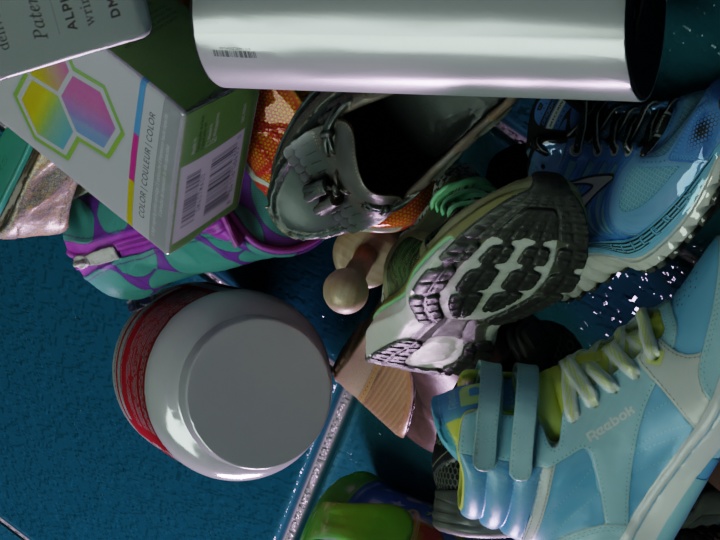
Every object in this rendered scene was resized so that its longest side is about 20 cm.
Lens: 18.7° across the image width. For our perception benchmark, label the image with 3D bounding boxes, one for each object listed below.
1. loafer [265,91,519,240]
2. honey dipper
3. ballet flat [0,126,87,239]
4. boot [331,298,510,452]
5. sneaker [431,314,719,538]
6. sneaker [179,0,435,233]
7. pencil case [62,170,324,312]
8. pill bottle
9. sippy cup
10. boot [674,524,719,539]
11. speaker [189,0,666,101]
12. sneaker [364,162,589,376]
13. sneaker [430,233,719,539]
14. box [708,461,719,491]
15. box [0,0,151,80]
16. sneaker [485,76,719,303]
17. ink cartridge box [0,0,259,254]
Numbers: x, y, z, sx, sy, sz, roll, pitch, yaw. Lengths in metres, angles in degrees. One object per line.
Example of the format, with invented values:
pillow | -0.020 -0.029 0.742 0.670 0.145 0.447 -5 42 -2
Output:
loafer | 0.015 -0.067 1.054 0.072 0.063 0.200 44 130 -12
honey dipper | 0.000 0.000 1.141 0.038 0.038 0.200 41 -171 -3
ballet flat | -0.158 -0.099 1.255 0.200 0.067 0.068 -56 39 32
boot | 0.084 0.057 1.232 0.166 0.073 0.200 29 151 -5
sneaker | 0.135 0.077 1.133 0.198 0.115 0.076 -1 180 -5
sneaker | -0.042 -0.093 1.142 0.200 0.073 0.077 38 145 0
pencil case | -0.096 -0.033 1.267 0.199 0.092 0.085 -16 107 55
pill bottle | -0.081 0.065 1.310 0.112 0.112 0.200 46 171 -11
sippy cup | 0.040 0.211 1.426 0.129 0.178 0.141 10 97 26
boot | 0.147 0.169 1.203 0.203 0.074 0.153 7 180 -39
speaker | 0.031 -0.116 0.951 0.198 0.082 0.082 3 139 20
sneaker | 0.047 -0.017 1.048 0.076 0.089 0.200 4 158 -19
sneaker | 0.108 0.053 1.029 0.130 0.080 0.201 22 111 -5
box | 0.262 0.113 1.071 0.200 0.075 0.100 39 152 -2
box | -0.191 -0.200 0.969 0.199 0.130 0.201 -125 19 -66
sneaker | 0.114 -0.048 1.013 0.090 0.078 0.200 47 151 -6
ink cartridge box | -0.145 -0.111 1.137 0.200 0.059 0.104 39 141 21
